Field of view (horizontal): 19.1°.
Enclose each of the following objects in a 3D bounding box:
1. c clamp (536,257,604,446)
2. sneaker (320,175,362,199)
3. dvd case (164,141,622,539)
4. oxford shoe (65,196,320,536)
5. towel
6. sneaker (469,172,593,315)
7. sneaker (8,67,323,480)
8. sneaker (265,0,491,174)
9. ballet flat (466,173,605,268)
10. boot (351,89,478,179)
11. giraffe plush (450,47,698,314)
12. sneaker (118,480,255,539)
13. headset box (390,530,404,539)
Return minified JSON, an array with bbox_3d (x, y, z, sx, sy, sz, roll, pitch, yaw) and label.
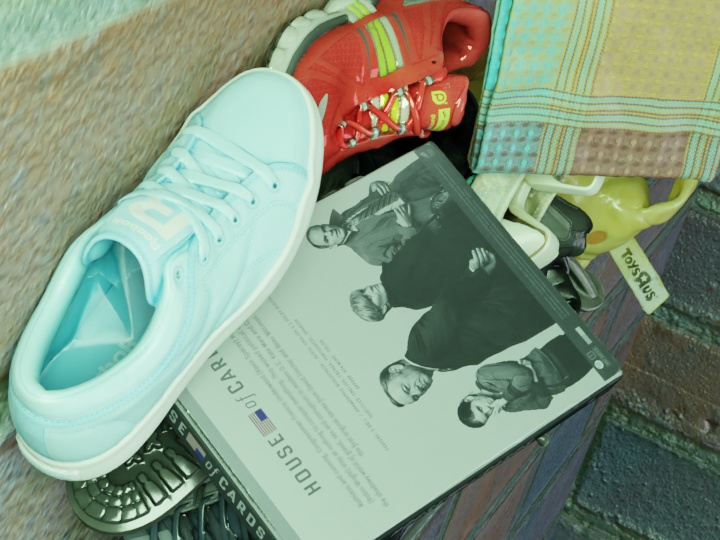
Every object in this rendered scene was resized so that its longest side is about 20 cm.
[{"bbox_3d":[0.086,0.024,1.336,0.027,0.170,0.200,-62,-175,-32],"label":"c clamp"},{"bbox_3d":[-0.014,0.035,1.106,0.200,0.078,0.091,-48,139,-5],"label":"sneaker"},{"bbox_3d":[0.004,0.038,0.974,0.199,0.151,0.025,-29,163,-32],"label":"dvd case"},{"bbox_3d":[-0.072,0.054,1.009,0.200,0.072,0.085,-55,168,-34],"label":"oxford shoe"},{"bbox_3d":[0.137,-0.132,1.061,0.022,0.146,0.201,-108,-157,-54],"label":"towel"},{"bbox_3d":[0.079,0.024,1.249,0.067,0.090,0.201,-70,-179,-48],"label":"sneaker"},{"bbox_3d":[-0.075,-0.008,0.873,0.201,0.074,0.082,-61,170,-20],"label":"sneaker"},{"bbox_3d":[0.008,-0.088,1.029,0.200,0.084,0.077,-53,161,-45],"label":"sneaker"},{"bbox_3d":[0.089,-0.041,1.138,0.201,0.062,0.067,-62,155,-2],"label":"ballet flat"},{"bbox_3d":[0.000,0.000,1.178,0.169,0.076,0.201,107,8,-48],"label":"boot"},{"bbox_3d":[0.094,-0.068,1.323,0.173,0.200,0.162,-52,134,4],"label":"giraffe plush"},{"bbox_3d":[-0.068,0.132,1.024,0.081,0.074,0.200,-4,157,-32],"label":"sneaker"},{"bbox_3d":[0.004,0.131,1.452,0.200,0.075,0.149,-53,163,-42],"label":"headset box"}]
